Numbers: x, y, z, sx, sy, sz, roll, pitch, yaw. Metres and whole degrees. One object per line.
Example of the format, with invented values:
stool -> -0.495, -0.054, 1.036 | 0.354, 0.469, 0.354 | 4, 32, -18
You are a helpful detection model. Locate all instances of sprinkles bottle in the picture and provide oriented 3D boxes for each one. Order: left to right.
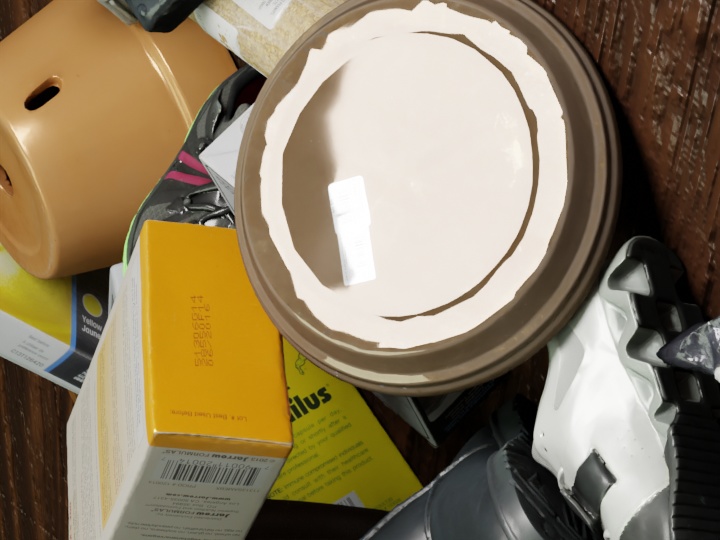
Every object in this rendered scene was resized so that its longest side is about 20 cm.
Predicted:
sprinkles bottle -> -0.037, -0.134, 1.238 | 0.200, 0.068, 0.069 | 40, 148, 42

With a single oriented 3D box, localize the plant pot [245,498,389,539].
plant pot -> 0.010, 0.211, 1.318 | 0.187, 0.198, 0.189 | 174, 90, -79

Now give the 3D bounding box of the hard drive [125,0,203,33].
hard drive -> -0.115, -0.247, 1.227 | 0.139, 0.033, 0.201 | -41, 74, 26

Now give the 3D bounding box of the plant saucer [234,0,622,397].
plant saucer -> 0.025, -0.042, 1.083 | 0.200, 0.200, 0.029 | 52, -166, 22

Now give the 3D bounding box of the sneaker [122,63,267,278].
sneaker -> -0.076, -0.047, 1.282 | 0.076, 0.201, 0.084 | 23, 145, -11

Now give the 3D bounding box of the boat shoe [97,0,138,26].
boat shoe -> -0.173, -0.190, 1.318 | 0.200, 0.070, 0.071 | 24, -146, -58

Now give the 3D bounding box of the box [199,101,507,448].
box -> 0.000, 0.000, 1.223 | 0.116, 0.060, 0.200 | 39, 167, 32

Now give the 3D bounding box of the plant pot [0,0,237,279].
plant pot -> -0.169, -0.084, 1.468 | 0.200, 0.139, 0.201 | 44, 150, 34

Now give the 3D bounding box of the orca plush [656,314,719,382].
orca plush -> 0.198, 0.110, 1.017 | 0.200, 0.105, 0.071 | 50, -171, 4

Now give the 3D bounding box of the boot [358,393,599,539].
boot -> 0.038, 0.154, 1.127 | 0.076, 0.168, 0.200 | 44, -170, -9

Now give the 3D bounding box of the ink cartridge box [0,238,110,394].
ink cartridge box -> -0.226, -0.025, 1.559 | 0.047, 0.197, 0.201 | -35, 43, 32

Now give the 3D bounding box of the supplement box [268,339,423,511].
supplement box -> -0.051, 0.126, 1.485 | 0.201, 0.109, 0.109 | 55, 155, 15

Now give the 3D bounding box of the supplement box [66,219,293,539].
supplement box -> -0.096, 0.084, 1.184 | 0.200, 0.073, 0.127 | 118, 152, -51

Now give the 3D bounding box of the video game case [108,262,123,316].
video game case -> -0.129, 0.125, 1.400 | 0.201, 0.023, 0.183 | 101, 158, -55

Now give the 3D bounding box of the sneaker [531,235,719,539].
sneaker -> 0.125, 0.093, 1.057 | 0.088, 0.074, 0.201 | -29, 58, 34

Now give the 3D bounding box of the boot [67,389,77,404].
boot -> -0.180, 0.101, 1.754 | 0.200, 0.076, 0.156 | 12, 124, 63
